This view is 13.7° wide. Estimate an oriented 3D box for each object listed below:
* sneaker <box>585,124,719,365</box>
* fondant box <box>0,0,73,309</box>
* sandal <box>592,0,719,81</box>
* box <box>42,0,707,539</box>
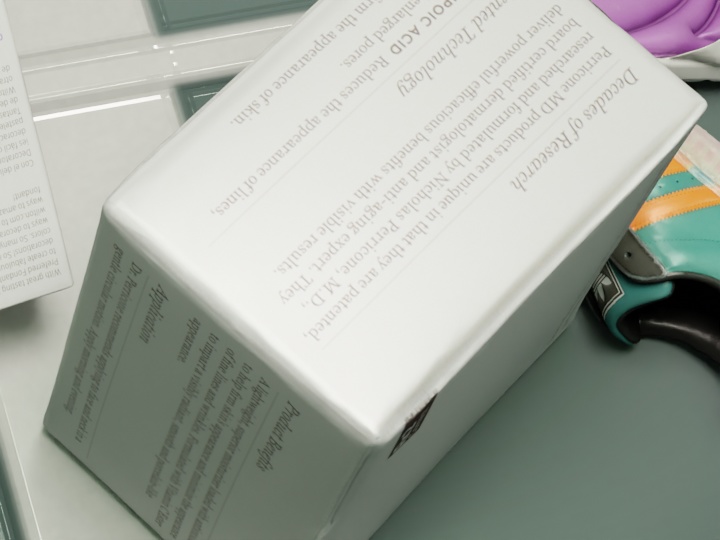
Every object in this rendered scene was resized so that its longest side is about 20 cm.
[{"bbox_3d":[0.109,-0.023,1.240,0.200,0.071,0.080,35,66,10],"label":"sneaker"},{"bbox_3d":[-0.205,-0.070,1.140,0.144,0.058,0.201,-19,107,-20],"label":"fondant box"},{"bbox_3d":[0.153,-0.123,1.301,0.202,0.050,0.083,-14,69,-27],"label":"sandal"},{"bbox_3d":[0.000,0.000,1.131,0.131,0.199,0.200,42,63,8],"label":"box"}]
